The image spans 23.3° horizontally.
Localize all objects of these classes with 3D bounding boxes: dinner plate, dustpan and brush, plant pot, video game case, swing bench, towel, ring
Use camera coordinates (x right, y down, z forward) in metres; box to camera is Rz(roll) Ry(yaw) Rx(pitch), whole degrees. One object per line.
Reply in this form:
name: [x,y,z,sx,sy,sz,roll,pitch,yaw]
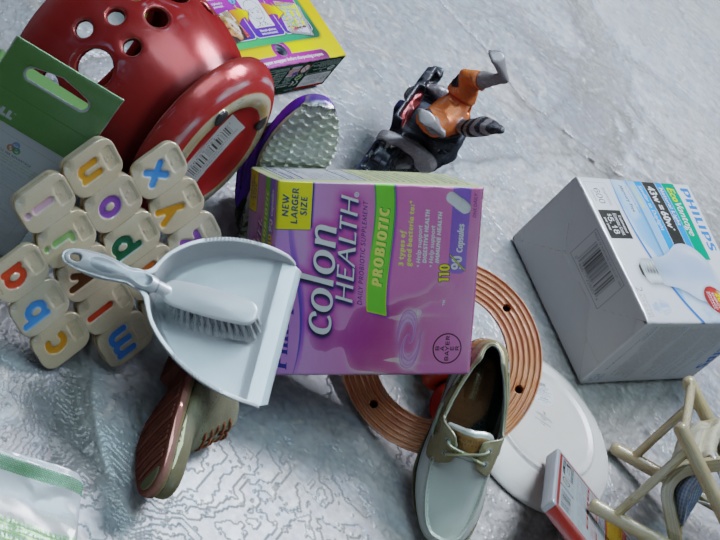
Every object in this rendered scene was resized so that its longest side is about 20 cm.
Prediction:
dinner plate: [0.185,0.161,1.805,0.199,0.024,0.201,25,42,-25]
dustpan and brush: [-0.155,0.022,1.464,0.199,0.057,0.140,16,69,-6]
plant pot: [-0.190,-0.158,1.573,0.182,0.201,0.200,42,37,13]
video game case: [0.245,0.277,1.700,0.200,0.017,0.143,51,15,-6]
swing bench: [0.352,0.239,1.760,0.200,0.130,0.199,46,18,1]
towel: [-0.281,0.220,1.320,0.149,0.031,0.201,22,45,-27]
ring: [0.078,0.084,1.695,0.199,0.019,0.202,1,72,-4]

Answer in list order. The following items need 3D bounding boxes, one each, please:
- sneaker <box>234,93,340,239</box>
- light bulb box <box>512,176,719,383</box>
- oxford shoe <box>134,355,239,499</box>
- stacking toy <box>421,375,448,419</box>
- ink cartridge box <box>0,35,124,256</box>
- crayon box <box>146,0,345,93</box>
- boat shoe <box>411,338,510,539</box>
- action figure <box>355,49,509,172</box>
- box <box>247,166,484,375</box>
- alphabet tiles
sneaker: [-0.081,-0.113,1.666,0.069,0.200,0.100,5,49,-23]
light bulb box: [0.310,0.011,1.967,0.199,0.125,0.199,0,57,-41]
oxford shoe: [-0.139,0.125,1.501,0.074,0.071,0.201,35,40,-18]
stacking toy: [0.082,0.069,1.751,0.085,0.085,0.201,7,57,-38]
ink cartridge box: [-0.287,-0.114,1.465,0.104,0.200,0.059,32,32,-17]
crayon box: [-0.136,-0.269,1.856,0.200,0.058,0.173,-18,69,-49]
boat shoe: [0.095,0.159,1.625,0.074,0.068,0.201,12,77,-3]
action figure: [0.072,-0.135,1.850,0.104,0.193,0.200,36,70,-3]
box: [0.000,0.000,1.599,0.199,0.177,0.097,2,9,-18]
alphabet tiles: [-0.214,-0.014,1.472,0.195,0.201,0.015,-39,42,-17]
